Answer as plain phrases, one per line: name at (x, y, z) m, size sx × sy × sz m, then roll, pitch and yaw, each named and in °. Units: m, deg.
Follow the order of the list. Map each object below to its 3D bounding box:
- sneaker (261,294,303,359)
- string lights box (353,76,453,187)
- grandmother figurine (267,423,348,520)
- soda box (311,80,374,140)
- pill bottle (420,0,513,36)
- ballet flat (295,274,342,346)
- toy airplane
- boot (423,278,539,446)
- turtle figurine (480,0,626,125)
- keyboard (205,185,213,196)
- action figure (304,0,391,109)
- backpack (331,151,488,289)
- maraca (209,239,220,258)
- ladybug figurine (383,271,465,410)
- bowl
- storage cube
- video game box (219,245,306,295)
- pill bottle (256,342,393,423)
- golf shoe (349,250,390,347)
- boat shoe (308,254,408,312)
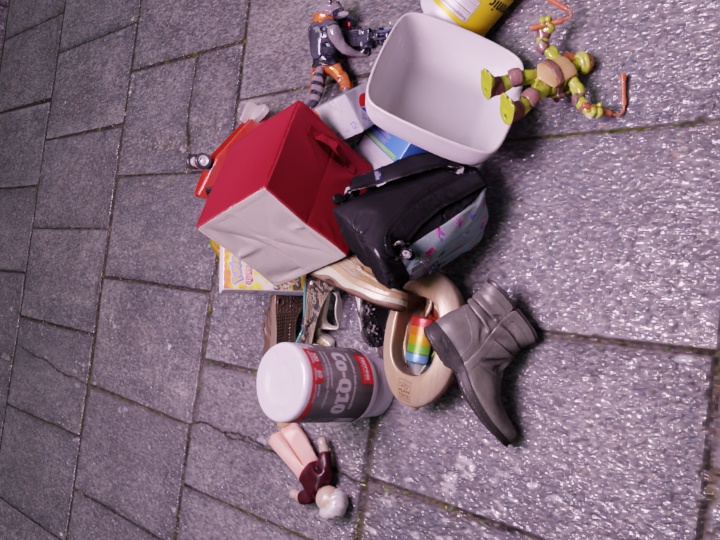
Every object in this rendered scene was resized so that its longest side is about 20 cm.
sneaker at (-0.149, 0.081, 1.301) m, size 0.075 × 0.070 × 0.201 m, roll 4°, pitch 84°, yaw 50°
string lights box at (0.074, -0.230, 1.145) m, size 0.103 × 0.059 × 0.201 m, roll 50°, pitch 117°, yaw 37°
grandmother figurine at (-0.086, 0.335, 1.205) m, size 0.200 × 0.060 × 0.122 m, roll 42°, pitch 120°, yaw 43°
soda box at (-0.051, -0.239, 1.176) m, size 0.199 × 0.068 × 0.064 m, roll -10°, pitch 113°, yaw 50°
pill bottle at (0.158, -0.400, 1.058) m, size 0.200 × 0.111 × 0.112 m, roll -47°, pitch 54°, yaw 28°
ballet flat at (-0.071, 0.090, 1.220) m, size 0.075 × 0.068 × 0.201 m, roll 18°, pitch 115°, yaw 8°
toy airplane at (-0.217, -0.222, 1.394) m, size 0.199 × 0.141 × 0.200 m, roll -30°, pitch 26°, yaw 26°
boot at (0.185, 0.121, 0.960) m, size 0.130 × 0.068 × 0.201 m, roll -32°, pitch 92°, yaw -1°
turtle figurine at (0.241, -0.260, 0.955) m, size 0.064 × 0.160 × 0.201 m, roll 100°, pitch 147°, yaw -72°
keyboard at (-0.172, -0.151, 1.321) m, size 0.199 × 0.127 × 0.021 m, roll -13°, pitch 77°, yaw 17°
action figure at (-0.039, -0.372, 1.254) m, size 0.199 × 0.104 × 0.195 m, roll 0°, pitch 93°, yaw 47°
backpack at (0.082, -0.074, 1.013) m, size 0.199 × 0.127 × 0.167 m, roll -30°, pitch 55°, yaw -14°
maraca at (-0.234, -0.056, 1.382) m, size 0.200 × 0.107 × 0.138 m, roll -22°, pitch 99°, yaw 55°
ladybug figurine at (0.099, 0.103, 1.053) m, size 0.135 × 0.072 × 0.201 m, roll 15°, pitch 93°, yaw 44°
bowl at (0.113, -0.240, 0.999) m, size 0.075 × 0.199 × 0.201 m, roll 111°, pitch -179°, yaw -62°
storage cube at (-0.113, -0.110, 1.110) m, size 0.199 × 0.171 × 0.181 m, roll -22°, pitch 40°, yaw 40°
video game box at (-0.149, -0.059, 1.249) m, size 0.047 × 0.181 × 0.201 m, roll 145°, pitch 124°, yaw -70°
pill bottle at (-0.047, 0.171, 1.094) m, size 0.113 × 0.199 × 0.115 m, roll -10°, pitch 76°, yaw 42°
golf shoe at (0.014, 0.026, 1.162) m, size 0.094 × 0.077 × 0.201 m, roll -23°, pitch 64°, yaw 58°
boat shoe at (0.000, 0.000, 1.071) m, size 0.199 × 0.072 × 0.077 m, roll 23°, pitch 87°, yaw 42°
